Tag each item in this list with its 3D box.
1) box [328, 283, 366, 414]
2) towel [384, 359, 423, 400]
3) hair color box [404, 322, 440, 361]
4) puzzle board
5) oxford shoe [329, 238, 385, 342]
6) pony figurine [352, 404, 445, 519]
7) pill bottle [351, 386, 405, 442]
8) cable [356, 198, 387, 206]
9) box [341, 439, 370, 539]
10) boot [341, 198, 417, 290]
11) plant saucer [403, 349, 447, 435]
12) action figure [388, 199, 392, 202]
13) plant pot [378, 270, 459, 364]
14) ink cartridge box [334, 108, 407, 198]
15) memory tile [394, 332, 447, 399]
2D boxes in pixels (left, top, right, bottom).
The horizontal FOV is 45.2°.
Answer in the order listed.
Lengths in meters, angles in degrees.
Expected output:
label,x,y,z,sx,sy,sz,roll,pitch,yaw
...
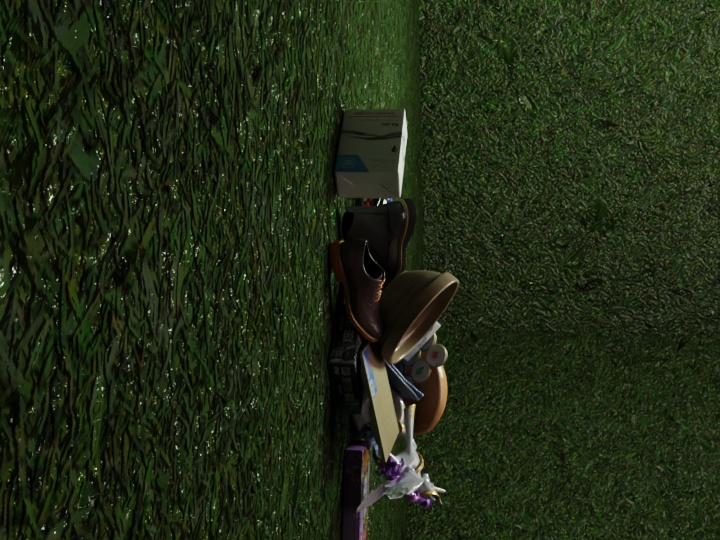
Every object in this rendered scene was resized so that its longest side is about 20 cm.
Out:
label,x,y,z,sx,sy,sz,roll,pitch,yaw
box,-0.015,0.136,1.594,0.159,0.049,0.202,84,11,-49
towel,0.059,0.203,1.767,0.024,0.145,0.200,-42,-178,-10
hair color box,0.079,0.103,1.824,0.065,0.109,0.200,44,1,39
puzzle board,0.032,0.226,1.574,0.151,0.017,0.203,-42,121,-74
oxford shoe,0.011,0.037,1.490,0.072,0.071,0.202,-67,141,-53
pony figurine,0.070,0.384,1.683,0.166,0.191,0.203,-32,-105,48
pill bottle,0.047,0.318,1.874,0.200,0.112,0.116,67,26,-71
cable,0.031,-0.159,1.794,0.097,0.050,0.202,41,50,-35
box,-0.007,0.459,1.774,0.137,0.038,0.204,18,74,-82
boot,0.016,-0.045,1.613,0.078,0.136,0.203,-124,-143,-49
plant saucer,0.138,0.266,1.948,0.199,0.037,0.204,-12,-104,62
action figure,0.046,-0.146,1.914,0.099,0.064,0.203,-135,-151,-63
plant pot,0.087,0.069,1.612,0.201,0.092,0.202,-46,163,-18
ink cartridge box,0.022,-0.224,1.541,0.067,0.114,0.202,81,13,-51
memory tile,0.099,0.170,1.925,0.017,0.153,0.201,32,18,-48
